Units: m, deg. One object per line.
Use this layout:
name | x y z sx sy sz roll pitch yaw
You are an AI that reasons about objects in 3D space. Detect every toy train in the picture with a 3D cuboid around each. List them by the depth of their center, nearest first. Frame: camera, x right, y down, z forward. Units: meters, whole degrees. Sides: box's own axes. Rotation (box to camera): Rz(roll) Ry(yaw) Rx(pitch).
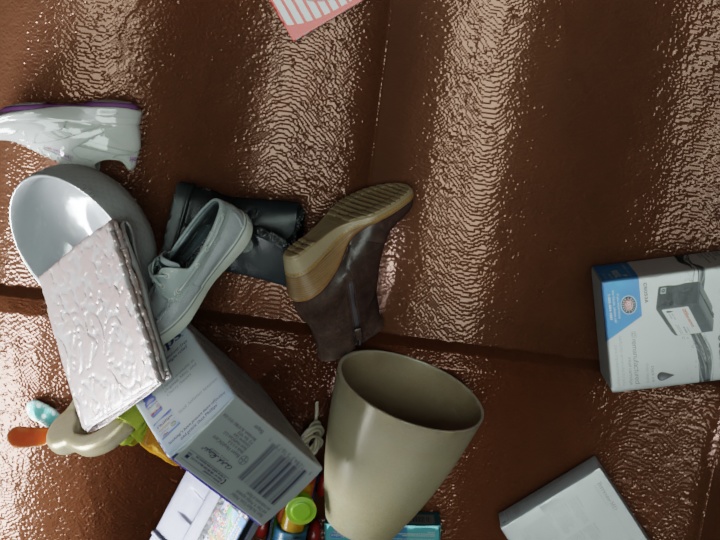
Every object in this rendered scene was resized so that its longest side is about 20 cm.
toy train | -0.076 0.276 1.587 0.084 0.116 0.200 11 103 -8

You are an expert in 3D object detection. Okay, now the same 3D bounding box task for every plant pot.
plant pot | 0.031 0.231 1.555 0.187 0.187 0.200 18 109 -3

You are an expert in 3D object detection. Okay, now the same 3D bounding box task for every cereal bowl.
cereal bowl | -0.322 -0.043 1.520 0.200 0.083 0.200 19 130 25

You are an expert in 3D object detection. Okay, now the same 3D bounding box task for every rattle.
rattle | -0.328 0.210 1.612 0.200 0.130 0.143 -28 145 19

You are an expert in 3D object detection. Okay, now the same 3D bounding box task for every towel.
towel | -0.295 0.065 1.445 0.191 0.032 0.200 -31 72 44

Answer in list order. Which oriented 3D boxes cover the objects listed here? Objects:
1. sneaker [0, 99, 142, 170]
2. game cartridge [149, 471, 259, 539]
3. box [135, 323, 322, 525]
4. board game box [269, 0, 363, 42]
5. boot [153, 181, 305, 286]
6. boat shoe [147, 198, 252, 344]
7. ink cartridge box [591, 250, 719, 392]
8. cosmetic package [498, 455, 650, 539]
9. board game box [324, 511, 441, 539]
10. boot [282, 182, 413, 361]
sneaker | -0.363 -0.155 1.522 0.200 0.075 0.100 0 102 2
game cartridge | -0.193 0.318 1.609 0.130 0.038 0.200 37 104 38
box | -0.171 0.172 1.489 0.105 0.200 0.184 -43 131 -1
board game box | -0.063 -0.393 1.478 0.151 0.046 0.200 -30 100 7
boot | -0.161 -0.001 1.550 0.168 0.076 0.200 13 96 2
boat shoe | -0.211 0.000 1.469 0.201 0.070 0.072 -52 133 -2
ink cartridge box | 0.395 0.060 1.549 0.200 0.084 0.145 -7 102 3
cosmetic package | 0.295 0.364 1.635 0.151 0.052 0.200 -32 100 10
board game box | 0.027 0.417 1.654 0.151 0.047 0.200 1 103 1
boot | 0.000 0.000 1.557 0.200 0.072 0.167 -34 127 -19
